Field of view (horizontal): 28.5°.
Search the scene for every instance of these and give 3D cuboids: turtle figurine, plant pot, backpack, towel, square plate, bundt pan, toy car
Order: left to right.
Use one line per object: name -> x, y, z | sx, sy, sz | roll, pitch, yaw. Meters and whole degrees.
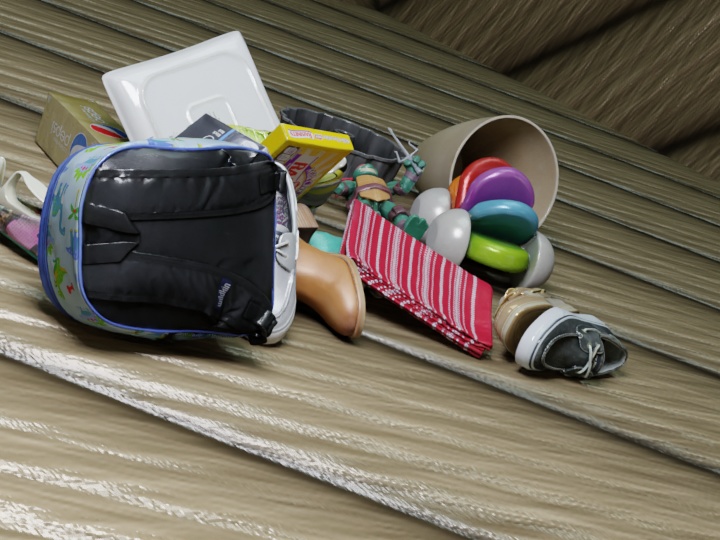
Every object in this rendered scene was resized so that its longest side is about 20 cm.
backpack -> -0.187, -0.029, 1.268 | 0.199, 0.184, 0.147 | 1, 4, -39
square plate -> -0.171, -0.163, 1.627 | 0.198, 0.201, 0.028 | -25, 1, -36
bundt pan -> -0.035, -0.167, 2.072 | 0.201, 0.076, 0.202 | 20, 15, -6
turtle figurine -> 0.018, -0.110, 1.907 | 0.149, 0.101, 0.200 | -11, 39, -8
towel -> 0.067, 0.006, 1.595 | 0.199, 0.023, 0.145 | 33, 29, -13
plant pot -> 0.162, -0.144, 2.109 | 0.186, 0.188, 0.200 | 12, 4, -28
toy car -> 0.172, -0.072, 1.888 | 0.174, 0.151, 0.200 | 16, 17, -19

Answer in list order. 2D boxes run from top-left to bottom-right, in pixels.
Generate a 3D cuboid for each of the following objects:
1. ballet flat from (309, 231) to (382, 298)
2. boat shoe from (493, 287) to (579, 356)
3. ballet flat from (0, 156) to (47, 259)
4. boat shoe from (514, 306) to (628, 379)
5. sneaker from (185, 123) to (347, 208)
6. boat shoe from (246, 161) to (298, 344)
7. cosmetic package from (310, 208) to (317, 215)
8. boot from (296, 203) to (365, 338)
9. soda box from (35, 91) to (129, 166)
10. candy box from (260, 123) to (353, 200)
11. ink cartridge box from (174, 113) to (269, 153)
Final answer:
ballet flat -> 0.000, 0.000, 1.626 | 0.199, 0.067, 0.071 | 7, 45, -39
boat shoe -> 0.189, 0.054, 1.642 | 0.069, 0.074, 0.200 | 34, 10, 23
ballet flat -> -0.347, -0.069, 1.379 | 0.199, 0.072, 0.069 | 26, 18, 19
boat shoe -> 0.248, 0.086, 1.611 | 0.071, 0.072, 0.200 | 33, 21, 30
sneaker -> -0.105, -0.134, 1.588 | 0.199, 0.076, 0.076 | 13, 50, -34
boat shoe -> -0.090, -0.022, 1.409 | 0.072, 0.069, 0.201 | 11, 50, -6
cosmetic package -> -0.160, -0.097, 1.705 | 0.199, 0.074, 0.102 | 15, 16, -28
boot -> -0.095, 0.006, 1.473 | 0.154, 0.074, 0.200 | -7, 42, -33
soda box -> -0.315, -0.143, 1.664 | 0.064, 0.068, 0.200 | 8, 20, -36
candy box -> -0.106, -0.089, 1.546 | 0.102, 0.200, 0.027 | 1, 58, -47
ink cartridge box -> -0.190, -0.070, 1.410 | 0.099, 0.039, 0.200 | 30, 64, 34
